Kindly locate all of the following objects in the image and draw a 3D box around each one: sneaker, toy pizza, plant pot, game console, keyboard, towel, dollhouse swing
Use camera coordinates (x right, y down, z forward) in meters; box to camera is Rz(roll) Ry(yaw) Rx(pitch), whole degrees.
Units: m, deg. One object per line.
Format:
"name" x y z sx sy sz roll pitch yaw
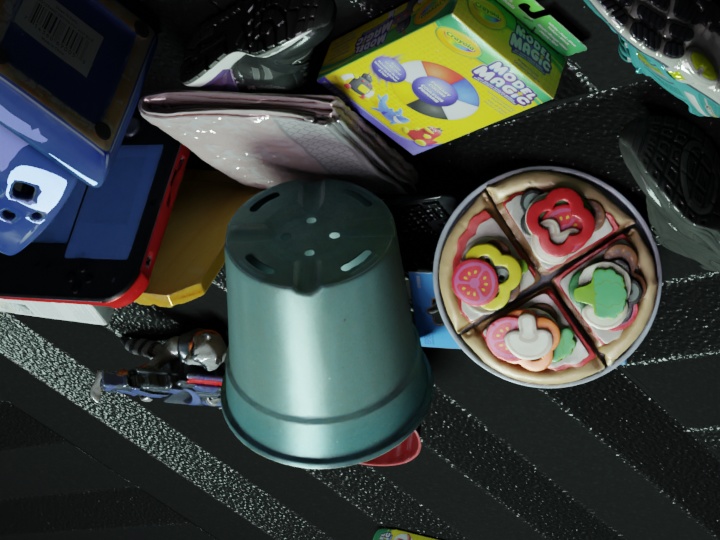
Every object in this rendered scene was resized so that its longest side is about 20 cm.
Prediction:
"sneaker" -0.062 -0.183 1.372 0.087 0.076 0.200 26 160 -29
"toy pizza" 0.160 0.009 1.454 0.200 0.032 0.201 3 105 10
"plant pot" -0.037 0.038 1.492 0.200 0.200 0.196 11 135 17
"sneaker" 0.265 -0.052 1.373 0.091 0.076 0.200 -4 141 50
"game console" -0.252 -0.061 1.559 0.176 0.200 0.031 4 156 27
"keyboard" 0.071 -0.011 1.559 0.104 0.040 0.200 -4 152 26
"towel" -0.067 -0.108 1.471 0.191 0.032 0.200 5 166 26
"sneaker" 0.212 -0.168 1.203 0.200 0.078 0.080 37 156 -28
"dollhouse swing" -0.175 -0.002 1.638 0.200 0.176 0.182 6 148 24
"plant pot" -0.297 -0.163 1.424 0.200 0.200 0.180 37 141 -28

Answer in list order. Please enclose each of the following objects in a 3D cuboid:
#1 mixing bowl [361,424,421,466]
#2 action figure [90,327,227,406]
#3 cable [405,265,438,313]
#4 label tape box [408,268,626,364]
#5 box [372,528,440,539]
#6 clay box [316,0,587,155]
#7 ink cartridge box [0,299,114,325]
"mixing bowl" -0.015 0.117 1.808 0.200 0.109 0.200 16 151 9
"action figure" -0.234 0.107 1.949 0.200 0.105 0.193 12 159 -44
"cable" 0.000 0.000 1.613 0.200 0.097 0.050 35 175 -20
"label tape box" 0.151 0.020 1.550 0.199 0.063 0.144 5 149 9
"box" 0.100 0.424 2.261 0.200 0.118 0.048 13 150 16
"clay box" 0.071 -0.163 1.326 0.115 0.048 0.200 35 150 -26
"ink cartridge box" -0.386 0.005 1.922 0.200 0.050 0.109 7 149 26
